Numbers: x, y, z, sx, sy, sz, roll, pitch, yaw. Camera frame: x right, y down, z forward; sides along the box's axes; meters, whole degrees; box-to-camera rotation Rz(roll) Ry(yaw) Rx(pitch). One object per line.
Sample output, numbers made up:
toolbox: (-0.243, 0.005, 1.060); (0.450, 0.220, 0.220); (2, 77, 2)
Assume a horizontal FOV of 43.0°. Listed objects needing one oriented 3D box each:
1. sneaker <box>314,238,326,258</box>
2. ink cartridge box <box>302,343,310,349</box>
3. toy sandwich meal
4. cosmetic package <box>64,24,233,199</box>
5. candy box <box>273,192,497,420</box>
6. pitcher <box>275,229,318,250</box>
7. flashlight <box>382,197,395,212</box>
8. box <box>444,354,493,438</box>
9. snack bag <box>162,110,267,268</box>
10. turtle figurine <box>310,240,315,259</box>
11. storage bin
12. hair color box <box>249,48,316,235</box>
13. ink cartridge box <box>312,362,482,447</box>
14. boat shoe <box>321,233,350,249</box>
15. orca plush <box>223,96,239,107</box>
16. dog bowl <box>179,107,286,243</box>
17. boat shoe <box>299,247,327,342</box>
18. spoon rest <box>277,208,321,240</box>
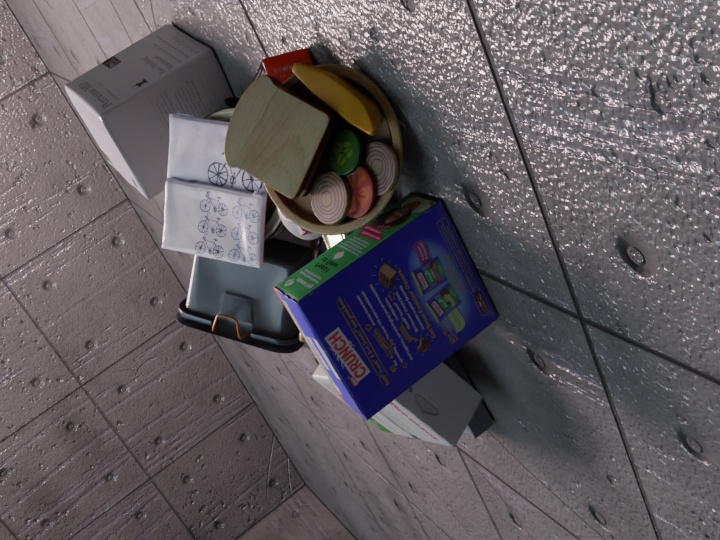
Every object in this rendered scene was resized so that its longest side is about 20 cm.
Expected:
sneaker: (0.000, 0.000, 1.313); (0.200, 0.077, 0.086); (51, 136, 43)
ink cartridge box: (-0.086, 0.098, 1.615); (0.200, 0.043, 0.196); (19, -172, -32)
toy sandwich meal: (-0.051, -0.133, 0.985); (0.205, 0.205, 0.070); (51, -152, 13)
cosmetic package: (-0.318, -0.252, 1.438); (0.165, 0.200, 0.165); (37, 157, 45)
candy box: (0.032, 0.038, 1.032); (0.077, 0.200, 0.169); (22, 144, 62)
pitcher: (-0.141, -0.017, 1.464); (0.121, 0.171, 0.200); (46, 164, 45)
flashlight: (0.047, -0.017, 1.132); (0.200, 0.068, 0.068); (60, -156, -9)
box: (0.102, 0.158, 1.364); (0.156, 0.041, 0.200); (60, 162, -14)
snack bag: (-0.203, -0.115, 1.274); (0.188, 0.021, 0.201); (12, 102, 30)
turtle figurine: (-0.020, 0.049, 1.427); (0.200, 0.064, 0.161); (62, 176, 17)
storage bin: (-0.167, 0.022, 1.353); (0.200, 0.146, 0.135); (15, 115, 13)
hair color box: (-0.068, -0.150, 1.095); (0.101, 0.061, 0.200); (154, 96, -73)
ink cartridge box: (0.047, 0.158, 1.238); (0.147, 0.083, 0.200); (41, 161, -21)
boat shoe: (-0.009, -0.060, 1.187); (0.074, 0.066, 0.200); (-36, 67, 53)
orca plush: (-0.149, -0.168, 1.361); (0.200, 0.071, 0.105); (56, 164, -3)
dog bowl: (-0.160, -0.130, 1.301); (0.200, 0.200, 0.074); (49, -153, 17)
boat shoe: (-0.027, 0.016, 1.230); (0.065, 0.200, 0.072); (22, 147, -7)
spoon rest: (-0.082, -0.138, 1.183); (0.099, 0.061, 0.201); (-10, 96, 45)
